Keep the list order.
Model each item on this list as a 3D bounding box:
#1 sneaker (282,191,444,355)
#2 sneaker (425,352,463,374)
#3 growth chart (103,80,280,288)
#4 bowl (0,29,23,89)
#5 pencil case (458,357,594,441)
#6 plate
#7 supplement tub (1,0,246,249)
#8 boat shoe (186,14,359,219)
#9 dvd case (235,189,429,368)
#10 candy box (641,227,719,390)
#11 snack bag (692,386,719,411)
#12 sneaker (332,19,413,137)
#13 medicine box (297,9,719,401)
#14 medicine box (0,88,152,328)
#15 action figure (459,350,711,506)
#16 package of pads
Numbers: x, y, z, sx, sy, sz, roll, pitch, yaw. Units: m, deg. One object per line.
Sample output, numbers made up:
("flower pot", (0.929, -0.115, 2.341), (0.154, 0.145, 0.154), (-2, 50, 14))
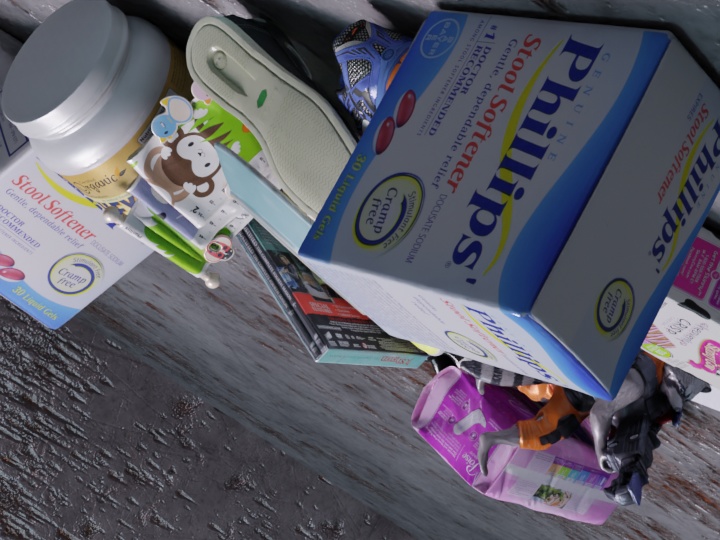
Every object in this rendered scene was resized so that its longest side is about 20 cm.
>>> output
("sneaker", (0.000, 0.000, 1.491), (0.200, 0.076, 0.075), (48, 148, 2))
("sneaker", (0.126, 0.093, 1.668), (0.200, 0.098, 0.071), (33, 165, -22))
("growth chart", (-0.111, -0.085, 1.369), (0.144, 0.200, 0.018), (28, -156, -34))
("bowl", (-0.369, -0.183, 1.706), (0.200, 0.091, 0.201), (28, 166, 7))
("pencil case", (0.164, 0.077, 1.539), (0.199, 0.087, 0.083), (31, -176, -15))
("plate", (-0.039, -0.021, 1.301), (0.200, 0.026, 0.200), (41, 177, 2))
("supplement tub", (-0.180, -0.117, 1.427), (0.144, 0.145, 0.200), (14, 160, 49))
("boat shoe", (-0.039, -0.106, 1.220), (0.067, 0.072, 0.200), (-8, -128, -52))
("dvd case", (-0.037, 0.002, 1.519), (0.145, 0.022, 0.201), (7, -137, -52))
("candy box", (0.223, 0.018, 1.220), (0.199, 0.061, 0.136), (26, 165, -1))
("snack bag", (0.313, 0.087, 1.406), (0.188, 0.022, 0.200), (21, 165, 35))
("sneaker", (0.024, -0.114, 1.192), (0.078, 0.075, 0.200), (40, 165, 16))
("medicine box", (0.093, -0.045, 1.016), (0.199, 0.183, 0.103), (14, 160, 49))
("medicine box", (-0.279, -0.076, 1.609), (0.182, 0.199, 0.103), (41, -164, -44))
("action figure", (0.183, 0.106, 1.390), (0.200, 0.192, 0.105), (-75, -31, -67))
("package of pads", (0.149, 0.158, 1.573), (0.199, 0.076, 0.120), (21, -164, -47))
